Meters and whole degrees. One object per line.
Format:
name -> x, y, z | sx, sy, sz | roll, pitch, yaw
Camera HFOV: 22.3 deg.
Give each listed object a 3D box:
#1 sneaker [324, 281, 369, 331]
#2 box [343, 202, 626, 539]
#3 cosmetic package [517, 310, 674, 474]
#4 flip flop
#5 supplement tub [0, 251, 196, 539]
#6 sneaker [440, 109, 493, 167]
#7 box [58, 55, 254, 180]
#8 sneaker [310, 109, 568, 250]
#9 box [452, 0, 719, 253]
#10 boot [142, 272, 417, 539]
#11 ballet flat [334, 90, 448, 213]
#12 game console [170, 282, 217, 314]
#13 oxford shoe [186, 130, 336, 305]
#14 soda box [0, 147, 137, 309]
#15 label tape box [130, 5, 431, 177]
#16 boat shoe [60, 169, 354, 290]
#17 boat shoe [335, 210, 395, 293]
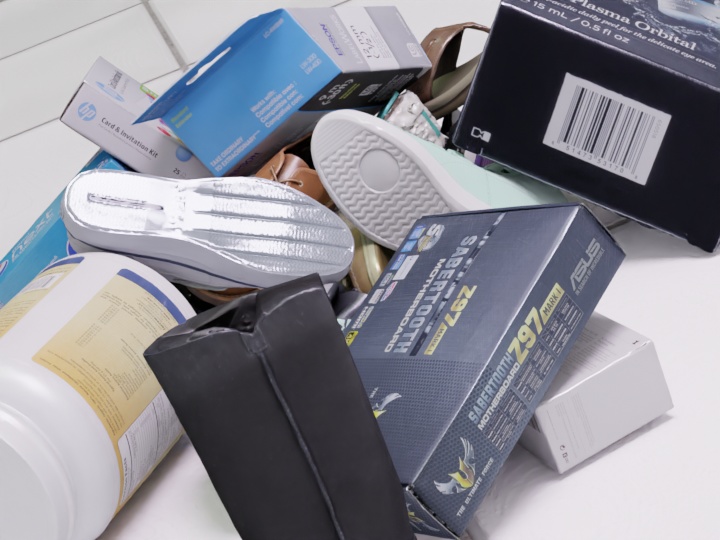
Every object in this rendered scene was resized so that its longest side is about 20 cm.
sneaker -> -0.031, 0.057, 1.148 | 0.139, 0.078, 0.200 | -32, 19, 13
box -> 0.044, 0.053, 1.046 | 0.157, 0.051, 0.201 | -1, 50, 55
cosmetic package -> 0.101, 0.055, 1.105 | 0.082, 0.051, 0.200 | -30, 22, -13
flip flop -> 0.061, -0.158, 1.450 | 0.199, 0.058, 0.081 | -33, 11, 39
supplement tub -> -0.196, 0.092, 1.160 | 0.143, 0.146, 0.200 | -9, 23, 29
sneaker -> 0.106, -0.081, 1.444 | 0.087, 0.077, 0.200 | 12, 9, -5
box -> -0.141, -0.092, 1.460 | 0.041, 0.199, 0.156 | -56, 10, 9
sneaker -> 0.061, -0.056, 1.273 | 0.074, 0.199, 0.118 | -57, 1, 27
box -> 0.194, -0.138, 1.278 | 0.195, 0.118, 0.200 | 23, 33, 9
boot -> -0.055, 0.121, 0.874 | 0.164, 0.202, 0.066 | -26, 21, -16
ballet flat -> 0.003, -0.066, 1.453 | 0.072, 0.072, 0.200 | -39, -2, -41
game console -> -0.122, 0.046, 1.387 | 0.173, 0.118, 0.200 | -53, 22, 3
oxford shoe -> -0.069, -0.046, 1.329 | 0.071, 0.072, 0.200 | 28, 41, 7
soda box -> -0.237, 0.001, 1.423 | 0.200, 0.068, 0.064 | -47, 20, 6
label tape box -> -0.056, -0.133, 1.372 | 0.143, 0.066, 0.199 | -37, -11, 30
boat shoe -> -0.103, -0.024, 1.236 | 0.198, 0.067, 0.074 | 14, 63, -2
boat shoe -> -0.001, -0.002, 1.324 | 0.063, 0.074, 0.201 | -32, 19, 5
